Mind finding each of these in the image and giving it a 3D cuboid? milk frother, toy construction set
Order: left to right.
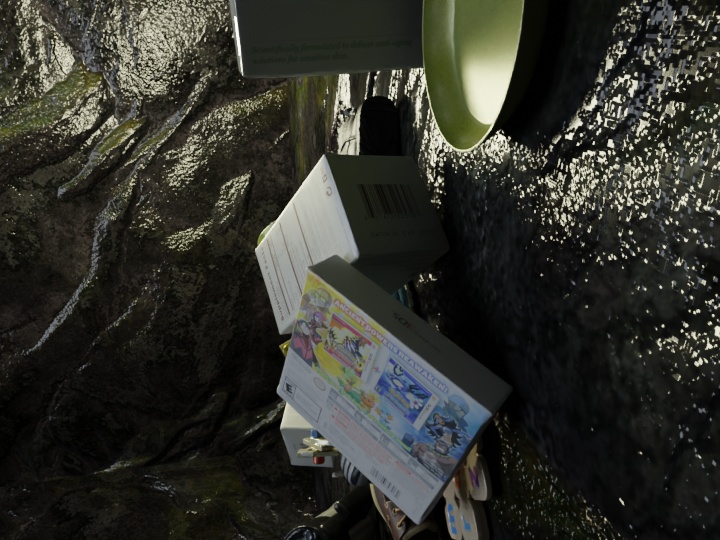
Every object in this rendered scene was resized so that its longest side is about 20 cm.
[{"bbox_3d":[-0.044,0.190,0.813,0.092,0.131,0.201,-132,38,-74],"label":"toy construction set"},{"bbox_3d":[-0.013,0.540,1.079,0.200,0.180,0.188,51,-164,19],"label":"milk frother"}]

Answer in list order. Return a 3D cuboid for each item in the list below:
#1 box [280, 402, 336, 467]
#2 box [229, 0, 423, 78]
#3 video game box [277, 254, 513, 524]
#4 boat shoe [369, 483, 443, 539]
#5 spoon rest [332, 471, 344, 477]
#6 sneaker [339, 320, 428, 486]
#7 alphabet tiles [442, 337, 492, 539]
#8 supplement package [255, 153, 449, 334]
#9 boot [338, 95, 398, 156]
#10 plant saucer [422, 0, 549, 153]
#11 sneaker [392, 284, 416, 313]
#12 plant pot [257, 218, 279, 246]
[{"bbox_3d":[-0.107,0.337,1.341,0.200,0.106,0.153,-80,-13,-50],"label":"box"},{"bbox_3d":[-0.038,-0.309,0.585,0.171,0.198,0.201,-121,27,-68],"label":"box"},{"bbox_3d":[0.016,0.112,0.526,0.200,0.047,0.182,37,134,22],"label":"video game box"},{"bbox_3d":[0.066,0.297,0.670,0.072,0.072,0.200,133,126,-65],"label":"boat shoe"},{"bbox_3d":[-0.026,0.370,1.291,0.099,0.060,0.201,113,164,-67],"label":"spoon rest"},{"bbox_3d":[0.050,0.150,0.632,0.200,0.087,0.074,-67,25,11],"label":"sneaker"},{"bbox_3d":[0.095,0.176,0.594,0.196,0.015,0.200,111,153,-67],"label":"alphabet tiles"},{"bbox_3d":[-0.019,-0.023,0.629,0.200,0.117,0.118,-43,61,50],"label":"supplement package"},{"bbox_3d":[0.004,-0.141,0.792,0.162,0.073,0.199,-163,75,-77],"label":"boot"},{"bbox_3d":[0.088,-0.189,0.414,0.200,0.031,0.201,175,90,-81],"label":"plant saucer"},{"bbox_3d":[0.023,0.085,0.715,0.078,0.090,0.200,99,172,-55],"label":"sneaker"},{"bbox_3d":[-0.087,0.001,1.144,0.187,0.187,0.200,109,139,-66],"label":"plant pot"}]
